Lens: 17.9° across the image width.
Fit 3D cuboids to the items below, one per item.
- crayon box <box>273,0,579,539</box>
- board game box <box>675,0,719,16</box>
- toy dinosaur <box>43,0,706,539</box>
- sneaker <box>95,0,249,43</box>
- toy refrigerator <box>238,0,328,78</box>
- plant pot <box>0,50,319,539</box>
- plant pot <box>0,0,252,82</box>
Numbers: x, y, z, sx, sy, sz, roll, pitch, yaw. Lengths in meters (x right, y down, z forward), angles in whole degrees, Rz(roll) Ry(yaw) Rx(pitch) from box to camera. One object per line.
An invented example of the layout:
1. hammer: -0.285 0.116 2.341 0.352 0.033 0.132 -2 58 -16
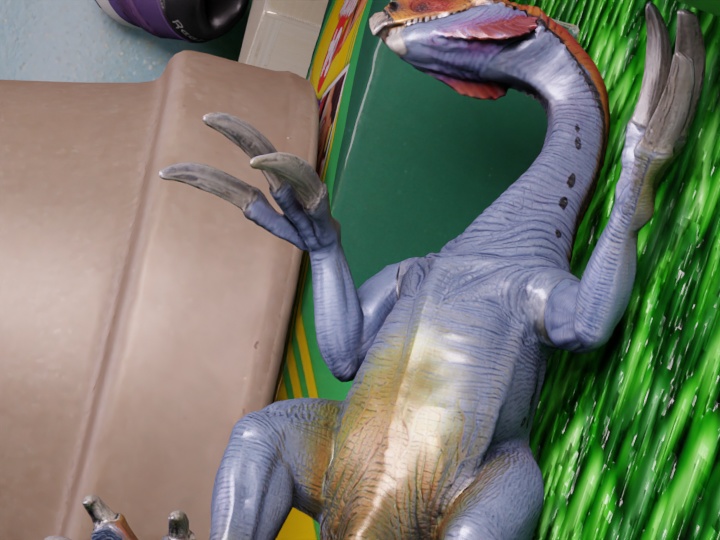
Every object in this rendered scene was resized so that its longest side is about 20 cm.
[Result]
1. crayon box: 0.000 0.000 0.701 0.200 0.058 0.173 -133 60 -82
2. board game box: 0.092 -0.133 0.367 0.200 0.040 0.153 157 130 -81
3. toy dinosaur: 0.007 0.021 0.511 0.182 0.105 0.200 -50 -25 -48
4. sneaker: -0.055 -0.196 0.982 0.088 0.076 0.200 24 106 54
5. toy refrigerator: -0.003 -0.121 0.955 0.200 0.076 0.070 -83 12 -53
6. plant pot: -0.118 0.022 0.649 0.200 0.174 0.201 -167 90 -82
7. plant pot: -0.121 -0.062 1.137 0.196 0.200 0.196 6 -77 -63
